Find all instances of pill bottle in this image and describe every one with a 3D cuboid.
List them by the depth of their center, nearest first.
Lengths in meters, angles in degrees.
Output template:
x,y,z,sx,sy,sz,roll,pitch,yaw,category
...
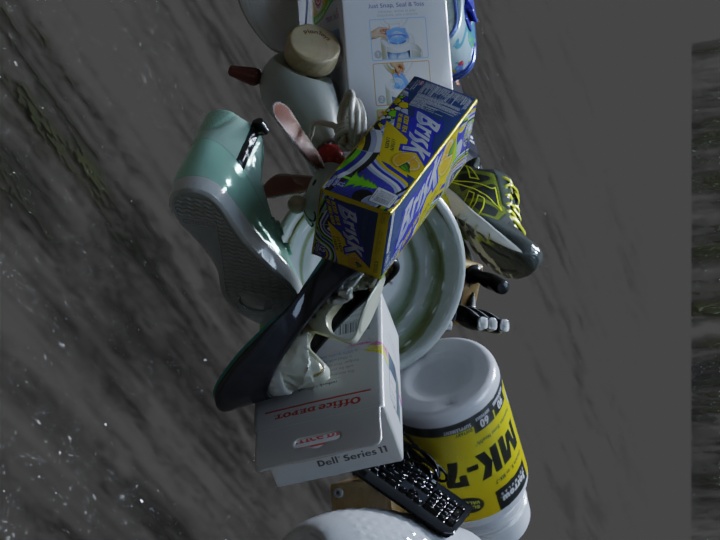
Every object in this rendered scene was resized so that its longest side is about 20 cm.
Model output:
x,y,z,sx,sy,sz,roll,pitch,yaw,category
0.099,0.174,1.600,0.115,0.113,0.201,-73,151,-48,pill bottle

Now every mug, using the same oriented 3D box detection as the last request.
x,y,z,sx,sy,sz,roll,pitch,yaw,category
0.002,0.307,1.453,0.174,0.147,0.202,21,94,-37,mug

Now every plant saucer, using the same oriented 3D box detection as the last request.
x,y,z,sx,sy,sz,roll,pitch,yaw,category
0.000,0.000,1.542,0.050,0.199,0.202,-149,-138,-65,plant saucer

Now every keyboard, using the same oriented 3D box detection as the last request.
x,y,z,sx,sy,sz,roll,pitch,yaw,category
0.018,0.159,1.493,0.040,0.199,0.104,-58,171,17,keyboard

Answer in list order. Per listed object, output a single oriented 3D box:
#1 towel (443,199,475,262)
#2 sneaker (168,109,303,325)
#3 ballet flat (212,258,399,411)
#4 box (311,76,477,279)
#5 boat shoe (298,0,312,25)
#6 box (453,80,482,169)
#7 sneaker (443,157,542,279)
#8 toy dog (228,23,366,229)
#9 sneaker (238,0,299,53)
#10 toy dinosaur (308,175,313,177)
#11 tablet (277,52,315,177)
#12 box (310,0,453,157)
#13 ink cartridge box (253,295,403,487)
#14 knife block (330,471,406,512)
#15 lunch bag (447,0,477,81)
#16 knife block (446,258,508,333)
x,y,z,sx,sy,sz,roll,pitch,yaw,category
0.055,-0.087,1.771,0.147,0.022,0.201,45,-11,45,towel
-0.087,-0.046,1.404,0.201,0.073,0.119,61,34,-44,sneaker
-0.039,0.050,1.363,0.200,0.073,0.073,-50,148,-4,ballet flat
0.031,-0.079,1.364,0.200,0.064,0.071,-52,157,-49,box
-0.029,-0.212,1.592,0.073,0.065,0.202,25,61,-66,boat shoe
0.082,-0.175,1.914,0.200,0.049,0.163,15,62,-69,box
0.139,-0.066,1.757,0.200,0.084,0.075,43,-10,48,sneaker
-0.063,-0.127,1.441,0.201,0.095,0.133,-108,-158,-55,toy dog
-0.077,-0.298,1.510,0.070,0.079,0.202,-50,132,-65,sneaker
0.020,-0.085,1.651,0.200,0.101,0.078,24,70,-69,toy dinosaur
-0.041,-0.150,1.653,0.131,0.014,0.201,-77,151,-42,tablet
0.019,-0.199,1.517,0.112,0.100,0.202,-174,-101,-74,box
-0.027,0.112,1.411,0.201,0.116,0.068,-90,164,-52,ink cartridge box
0.032,0.251,1.655,0.175,0.063,0.202,4,79,-69,knife block
0.040,-0.274,1.682,0.083,0.159,0.202,51,30,-55,lunch bag
0.087,0.017,1.686,0.200,0.174,0.065,-10,114,-70,knife block
